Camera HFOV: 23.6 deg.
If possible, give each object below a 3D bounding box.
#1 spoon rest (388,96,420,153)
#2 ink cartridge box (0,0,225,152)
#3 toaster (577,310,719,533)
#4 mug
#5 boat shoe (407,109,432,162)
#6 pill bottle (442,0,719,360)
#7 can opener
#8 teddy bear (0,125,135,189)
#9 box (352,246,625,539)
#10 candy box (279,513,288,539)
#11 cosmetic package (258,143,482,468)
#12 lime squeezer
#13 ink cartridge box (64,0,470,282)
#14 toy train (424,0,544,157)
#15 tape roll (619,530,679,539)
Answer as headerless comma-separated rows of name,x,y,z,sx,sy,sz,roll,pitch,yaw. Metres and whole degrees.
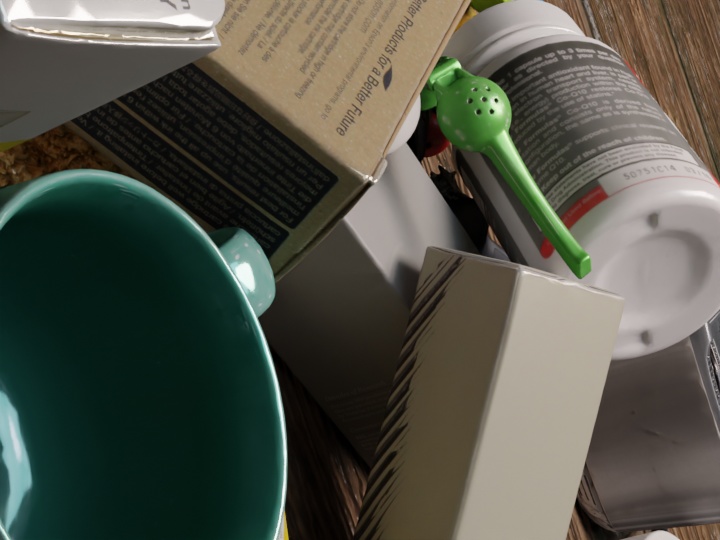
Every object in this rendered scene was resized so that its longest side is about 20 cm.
spoon rest,-0.055,-0.123,0.800,0.200,0.061,0.099,42,43,2
ink cartridge box,-0.149,-0.098,0.478,0.083,0.199,0.146,-9,81,-55
toaster,0.201,0.084,1.176,0.114,0.128,0.202,-28,100,-66
mug,-0.104,0.056,0.567,0.184,0.114,0.153,12,65,-56
boat shoe,-0.010,-0.139,0.947,0.201,0.071,0.065,62,4,-32
pill bottle,0.117,-0.056,0.941,0.114,0.114,0.201,46,13,-43
can opener,0.063,-0.008,1.055,0.063,0.079,0.200,39,6,29
teddy bear,-0.109,-0.062,0.691,0.145,0.066,0.201,31,46,-39
box,0.054,0.096,0.814,0.082,0.068,0.202,15,89,-41
candy box,-0.066,0.109,0.728,0.102,0.026,0.202,22,54,-54
cosmetic package,0.000,0.000,0.873,0.200,0.090,0.107,52,31,-32
lime squeezer,0.044,-0.077,0.850,0.200,0.038,0.071,39,-11,35
ink cartridge box,-0.048,-0.117,0.689,0.164,0.075,0.200,38,39,-9
toy train,0.037,-0.159,1.016,0.200,0.115,0.085,44,36,-46
tape roll,0.181,0.269,1.082,0.202,0.070,0.204,43,38,-47
